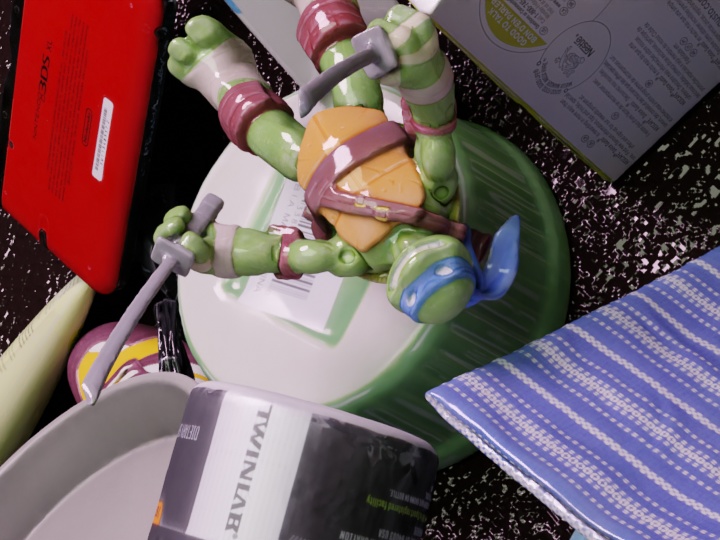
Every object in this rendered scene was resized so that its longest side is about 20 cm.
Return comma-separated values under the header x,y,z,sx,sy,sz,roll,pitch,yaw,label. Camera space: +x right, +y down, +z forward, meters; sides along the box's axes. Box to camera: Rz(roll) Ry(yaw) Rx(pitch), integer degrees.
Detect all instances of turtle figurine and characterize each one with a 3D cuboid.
x,y,z,sx,sy,sz,roll,pitch,yaw,label
-0.033,-0.066,0.638,0.195,0.198,0.145,61,145,40,turtle figurine

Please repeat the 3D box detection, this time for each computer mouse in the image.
x,y,z,sx,sy,sz,roll,pitch,yaw,label
-0.111,0.014,0.836,0.034,0.059,0.201,-13,33,1,computer mouse

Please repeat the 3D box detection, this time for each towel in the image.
x,y,z,sx,sy,sz,roll,pitch,yaw,label
0.146,0.051,0.625,0.144,0.199,0.024,36,135,38,towel

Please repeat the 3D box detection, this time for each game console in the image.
x,y,z,sx,sy,sz,roll,pitch,yaw,label
-0.142,-0.120,0.873,0.172,0.118,0.201,37,130,28,game console

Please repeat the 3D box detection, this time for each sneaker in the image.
x,y,z,sx,sy,sz,roll,pitch,yaw,label
-0.113,0.080,0.832,0.199,0.090,0.075,32,92,37,sneaker

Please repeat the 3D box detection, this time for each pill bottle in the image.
x,y,z,sx,sy,sz,roll,pitch,yaw,label
-0.042,0.153,0.582,0.105,0.106,0.202,8,78,35,pill bottle

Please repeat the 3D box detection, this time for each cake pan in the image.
x,y,z,sx,sy,sz,roll,pitch,yaw,label
-0.136,0.134,0.697,0.199,0.037,0.201,-32,27,18,cake pan

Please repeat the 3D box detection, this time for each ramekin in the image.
x,y,z,sx,sy,sz,roll,pitch,yaw,label
0.000,0.000,0.779,0.198,0.097,0.202,-12,68,30,ramekin

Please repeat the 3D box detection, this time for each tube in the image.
x,y,z,sx,sy,sz,roll,pitch,yaw,label
-0.211,0.076,0.923,0.058,0.052,0.201,37,96,38,tube

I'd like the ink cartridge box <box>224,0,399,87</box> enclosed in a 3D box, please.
x,y,z,sx,sy,sz,roll,pitch,yaw,label
-0.054,-0.176,0.822,0.068,0.115,0.200,-41,20,4,ink cartridge box

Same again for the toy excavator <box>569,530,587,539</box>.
x,y,z,sx,sy,sz,roll,pitch,yaw,label
0.143,0.164,0.565,0.100,0.200,0.195,-44,69,12,toy excavator

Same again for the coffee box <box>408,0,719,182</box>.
x,y,z,sx,sy,sz,roll,pitch,yaw,label
0.096,-0.204,0.724,0.198,0.200,0.200,-44,54,13,coffee box
